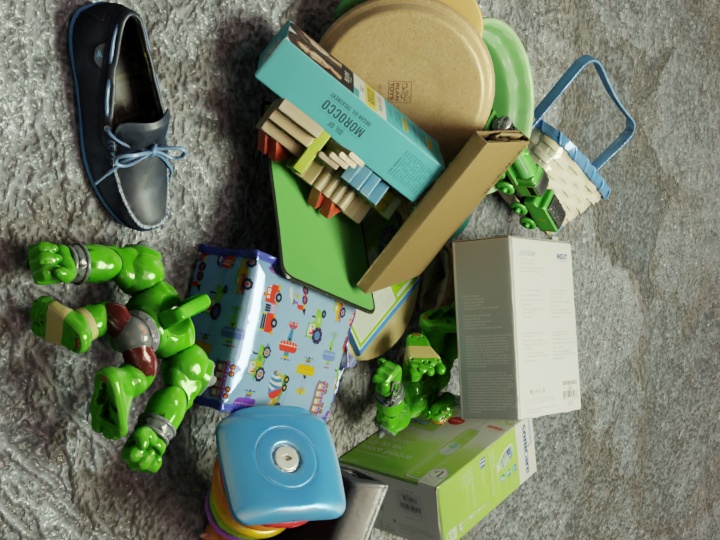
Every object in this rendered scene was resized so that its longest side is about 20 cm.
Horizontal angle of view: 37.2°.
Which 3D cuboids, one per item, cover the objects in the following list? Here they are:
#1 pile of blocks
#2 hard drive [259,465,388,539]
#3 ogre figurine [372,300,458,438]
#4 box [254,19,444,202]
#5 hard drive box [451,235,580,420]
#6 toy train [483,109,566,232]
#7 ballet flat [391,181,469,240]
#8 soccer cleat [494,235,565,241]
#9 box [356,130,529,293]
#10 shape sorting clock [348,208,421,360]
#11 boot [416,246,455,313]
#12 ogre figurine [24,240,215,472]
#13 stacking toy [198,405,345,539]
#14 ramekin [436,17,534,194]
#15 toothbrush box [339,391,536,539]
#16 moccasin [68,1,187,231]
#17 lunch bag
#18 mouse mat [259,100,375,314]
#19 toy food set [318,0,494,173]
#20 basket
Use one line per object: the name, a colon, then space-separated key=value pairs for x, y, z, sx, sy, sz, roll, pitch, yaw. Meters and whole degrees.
pile of blocks: x=-0.031 y=-0.089 z=1.041 sx=0.200 sy=0.082 sz=0.062 roll=37 pitch=89 yaw=-39
hard drive: x=-0.060 y=0.250 z=1.055 sx=0.042 sy=0.200 sz=0.135 roll=31 pitch=73 yaw=-27
ogre figurine: x=0.071 y=0.115 z=1.235 sx=0.200 sy=0.098 sz=0.120 roll=-65 pitch=171 yaw=-53
box: x=-0.009 y=-0.157 z=1.049 sx=0.200 sy=0.082 sz=0.049 roll=37 pitch=109 yaw=-17
hard drive box: x=0.181 y=0.065 z=1.222 sx=0.156 sy=0.077 sz=0.200 roll=4 pitch=83 yaw=-53
toy train: x=0.183 y=-0.111 z=1.228 sx=0.200 sy=0.056 sz=0.042 roll=50 pitch=60 yaw=-44
ballet flat: x=0.081 y=-0.078 z=1.241 sx=0.071 sy=0.065 sz=0.200 roll=-43 pitch=166 yaw=4
soccer cleat: x=0.208 y=0.000 z=1.373 sx=0.200 sy=0.069 sz=0.085 roll=0 pitch=84 yaw=-51
box: x=0.088 y=-0.064 z=1.115 sx=0.200 sy=0.021 sz=0.163 roll=-51 pitch=167 yaw=21
shape sorting clock: x=0.000 y=0.000 z=1.195 sx=0.200 sy=0.039 sz=0.200 roll=-6 pitch=98 yaw=-50
boot: x=0.139 y=0.077 z=1.366 sx=0.200 sy=0.066 sz=0.175 roll=23 pitch=67 yaw=-51
ogre figurine: x=-0.192 y=0.059 z=0.908 sx=0.200 sy=0.098 sz=0.120 roll=50 pitch=41 yaw=9
stacking toy: x=-0.106 y=0.221 z=1.023 sx=0.116 sy=0.200 sz=0.110 roll=2 pitch=55 yaw=-28
ramekin: x=0.110 y=-0.192 z=1.247 sx=0.200 sy=0.098 sz=0.200 roll=-12 pitch=106 yaw=-49
toothbrush box: x=0.095 y=0.231 z=1.272 sx=0.200 sy=0.145 sz=0.086 roll=-25 pitch=115 yaw=-45
moccasin: x=-0.198 y=-0.124 z=0.907 sx=0.080 sy=0.068 sz=0.200 roll=-36 pitch=123 yaw=-41
lunch bag: x=-0.074 y=0.071 z=1.062 sx=0.200 sy=0.094 sz=0.151 roll=18 pitch=82 yaw=-44
mouse mat: x=-0.042 y=-0.062 z=1.085 sx=0.161 sy=0.008 sz=0.200 roll=26 pitch=48 yaw=-52
toy food set: x=0.039 y=-0.192 z=1.104 sx=0.049 sy=0.198 sz=0.200 roll=-90 pitch=166 yaw=-63
basket: x=0.260 y=-0.161 z=1.386 sx=0.200 sy=0.139 sz=0.176 roll=-43 pitch=137 yaw=4
